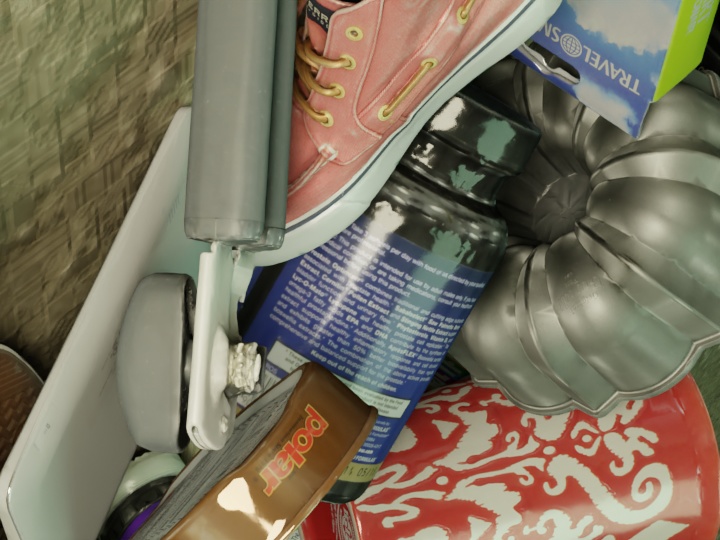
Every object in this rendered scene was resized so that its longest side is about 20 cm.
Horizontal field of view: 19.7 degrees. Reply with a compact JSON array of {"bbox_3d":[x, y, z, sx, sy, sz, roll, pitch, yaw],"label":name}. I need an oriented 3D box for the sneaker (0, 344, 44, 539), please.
[{"bbox_3d":[-0.168,0.115,0.905,0.073,0.085,0.200,-52,142,-46],"label":"sneaker"}]

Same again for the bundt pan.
[{"bbox_3d":[0.101,-0.032,1.040,0.202,0.202,0.076,-54,139,5],"label":"bundt pan"}]

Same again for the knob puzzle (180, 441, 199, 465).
[{"bbox_3d":[-0.017,0.031,1.109,0.220,0.030,0.220,-41,155,-24],"label":"knob puzzle"}]

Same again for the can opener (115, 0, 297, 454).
[{"bbox_3d":[-0.061,-0.025,0.827,0.053,0.066,0.200,20,77,-76],"label":"can opener"}]

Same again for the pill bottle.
[{"bbox_3d":[0.000,0.000,0.981,0.200,0.112,0.112,-60,157,10],"label":"pill bottle"}]

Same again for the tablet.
[{"bbox_3d":[-0.102,0.042,0.879,0.130,0.014,0.200,89,20,-57],"label":"tablet"}]

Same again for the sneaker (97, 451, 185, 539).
[{"bbox_3d":[-0.087,0.179,1.093,0.070,0.100,0.200,-34,152,-10],"label":"sneaker"}]

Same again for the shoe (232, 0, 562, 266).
[{"bbox_3d":[-0.008,-0.091,0.880,0.200,0.072,0.091,-42,141,11],"label":"shoe"}]

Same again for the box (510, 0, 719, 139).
[{"bbox_3d":[0.112,-0.168,0.934,0.048,0.122,0.200,-39,154,-31],"label":"box"}]

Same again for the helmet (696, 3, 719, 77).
[{"bbox_3d":[0.249,-0.098,1.225,0.200,0.200,0.191,-40,156,-26],"label":"helmet"}]

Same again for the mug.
[{"bbox_3d":[0.079,0.134,1.101,0.200,0.178,0.133,-11,169,-20],"label":"mug"}]

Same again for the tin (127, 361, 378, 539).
[{"bbox_3d":[-0.057,0.098,0.858,0.112,0.042,0.200,-46,-178,-27],"label":"tin"}]

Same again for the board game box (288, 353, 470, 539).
[{"bbox_3d":[0.022,0.110,1.254,0.135,0.034,0.200,-58,167,15],"label":"board game box"}]
